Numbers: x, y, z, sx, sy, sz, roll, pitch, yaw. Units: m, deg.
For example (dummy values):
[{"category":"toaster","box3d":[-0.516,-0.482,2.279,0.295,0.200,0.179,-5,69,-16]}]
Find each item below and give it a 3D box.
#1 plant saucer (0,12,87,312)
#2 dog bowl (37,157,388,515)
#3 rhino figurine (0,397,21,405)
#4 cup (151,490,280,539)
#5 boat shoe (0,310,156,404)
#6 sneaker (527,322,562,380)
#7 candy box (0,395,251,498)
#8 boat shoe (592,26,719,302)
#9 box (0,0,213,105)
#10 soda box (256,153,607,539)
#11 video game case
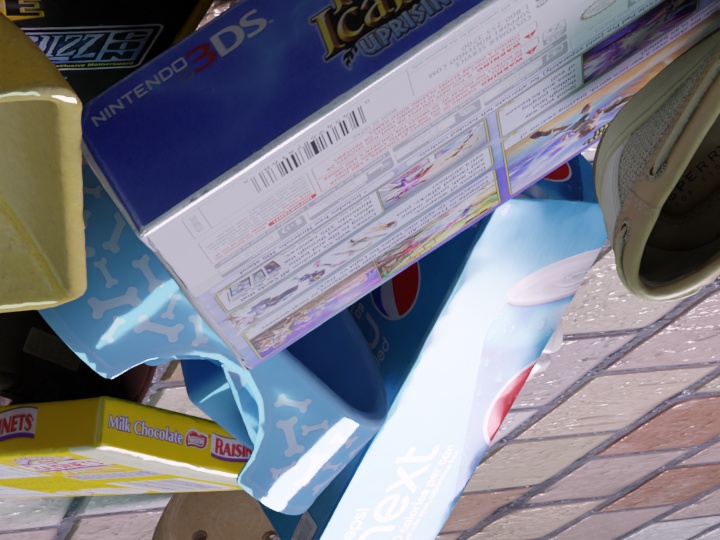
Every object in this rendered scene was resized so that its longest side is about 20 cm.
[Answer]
[{"category":"plant saucer","box3d":[-0.178,-0.029,0.628,0.199,0.049,0.200,-5,165,-8]},{"category":"dog bowl","box3d":[-0.059,0.009,0.842,0.049,0.112,0.200,-34,130,14]},{"category":"rhino figurine","box3d":[-0.208,0.040,1.022,0.199,0.060,0.087,8,172,-40]},{"category":"cup","box3d":[-0.066,0.204,1.518,0.199,0.201,0.144,-11,138,8]},{"category":"boat shoe","box3d":[-0.165,0.012,0.929,0.075,0.075,0.202,17,165,32]},{"category":"sneaker","box3d":[0.001,0.050,1.161,0.199,0.074,0.087,-23,160,28]},{"category":"candy box","box3d":[-0.136,0.078,0.972,0.199,0.027,0.102,-7,160,44]},{"category":"boat shoe","box3d":[0.146,-0.071,0.664,0.073,0.063,0.201,41,111,-16]},{"category":"box","box3d":[-0.138,-0.089,0.616,0.199,0.050,0.160,-3,166,-21]},{"category":"soda box","box3d":[0.026,0.031,0.930,0.068,0.064,0.201,2,128,-37]},{"category":"video game case","box3d":[0.023,-0.058,0.685,0.199,0.046,0.181,-33,164,-3]}]
